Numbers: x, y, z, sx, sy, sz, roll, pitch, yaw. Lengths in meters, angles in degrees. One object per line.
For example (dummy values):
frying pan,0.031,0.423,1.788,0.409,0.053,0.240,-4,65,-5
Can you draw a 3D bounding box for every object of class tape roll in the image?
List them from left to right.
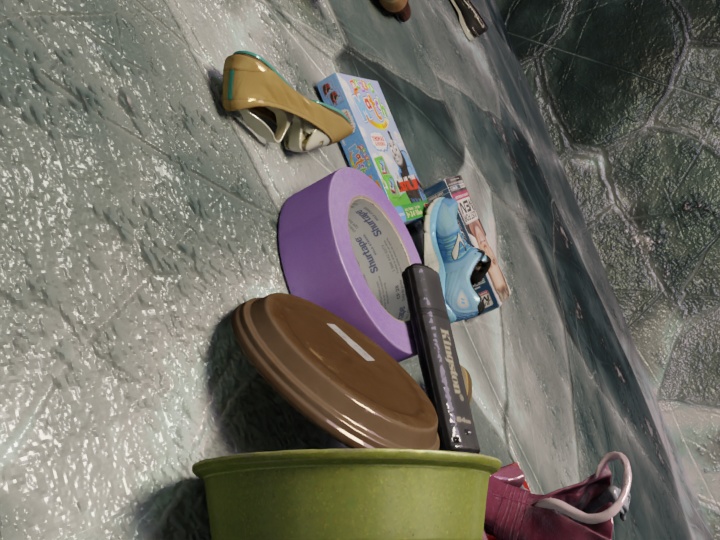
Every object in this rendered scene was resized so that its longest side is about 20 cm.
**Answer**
tape roll,0.000,0.000,0.776,0.200,0.065,0.203,47,30,-37

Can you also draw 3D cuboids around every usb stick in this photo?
usb stick,0.077,0.088,0.740,0.055,0.032,0.204,28,45,-52

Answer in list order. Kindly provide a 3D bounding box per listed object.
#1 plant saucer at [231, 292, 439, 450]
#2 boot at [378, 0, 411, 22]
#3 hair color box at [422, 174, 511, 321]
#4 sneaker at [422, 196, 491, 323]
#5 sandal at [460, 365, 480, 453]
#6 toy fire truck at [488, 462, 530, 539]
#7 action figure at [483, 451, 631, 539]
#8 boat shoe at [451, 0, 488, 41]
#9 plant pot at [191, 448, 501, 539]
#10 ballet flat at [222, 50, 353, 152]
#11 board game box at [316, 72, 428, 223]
plant saucer,-0.013,0.079,0.600,0.198,0.030,0.200,35,10,-7
boot,0.029,-0.553,1.362,0.204,0.071,0.166,65,12,-1
hair color box,0.156,-0.038,1.139,0.204,0.060,0.100,67,24,-1
sneaker,0.129,-0.013,1.000,0.079,0.088,0.204,73,15,-53
sandal,0.080,0.166,0.786,0.054,0.080,0.202,37,32,-19
toy fire truck,0.177,0.335,0.859,0.140,0.048,0.204,4,64,-63
action figure,0.152,0.244,0.734,0.151,0.196,0.135,80,29,-44
boat shoe,0.271,-0.710,1.986,0.203,0.059,0.074,63,25,-7
plant pot,-0.008,0.216,0.453,0.199,0.196,0.195,28,57,-54
ballet flat,-0.076,-0.157,0.784,0.199,0.067,0.065,21,77,-55
board game box,0.023,-0.156,0.997,0.204,0.036,0.151,66,24,1
